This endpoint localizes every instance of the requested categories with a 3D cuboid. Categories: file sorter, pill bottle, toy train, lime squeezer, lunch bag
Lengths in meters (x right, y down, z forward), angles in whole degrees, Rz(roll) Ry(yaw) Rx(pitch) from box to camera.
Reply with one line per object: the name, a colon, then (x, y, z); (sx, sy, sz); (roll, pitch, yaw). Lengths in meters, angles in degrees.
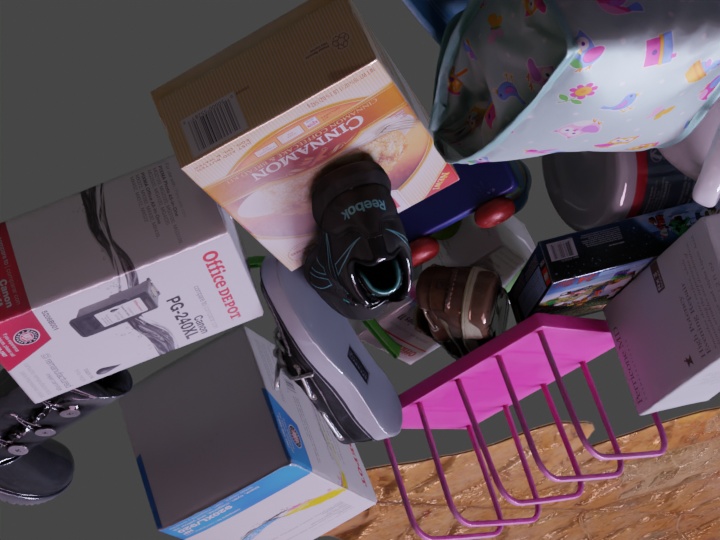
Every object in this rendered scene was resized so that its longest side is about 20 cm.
file sorter: (0.136, 0.139, 1.311); (0.200, 0.126, 0.139); (-34, 154, 34)
pill bottle: (0.263, -0.099, 1.291); (0.199, 0.120, 0.120); (-9, 150, -26)
toy train: (0.046, -0.044, 1.285); (0.199, 0.085, 0.116); (-28, 170, 19)
lime squeezer: (-0.053, 0.011, 1.310); (0.199, 0.071, 0.038); (20, 171, -13)
lunch bag: (0.150, -0.141, 1.039); (0.170, 0.122, 0.200); (-9, 157, -23)

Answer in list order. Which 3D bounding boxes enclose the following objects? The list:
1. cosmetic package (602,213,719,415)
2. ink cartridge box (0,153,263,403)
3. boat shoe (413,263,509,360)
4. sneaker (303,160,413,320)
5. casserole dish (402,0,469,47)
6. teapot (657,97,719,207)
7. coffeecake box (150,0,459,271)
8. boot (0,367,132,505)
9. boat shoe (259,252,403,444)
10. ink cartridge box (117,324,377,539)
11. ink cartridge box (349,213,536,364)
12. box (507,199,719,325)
cosmetic package: (0.269, 0.034, 1.207); (0.074, 0.102, 0.200); (-10, 160, -20)
ink cartridge box: (-0.186, 0.006, 1.173); (0.199, 0.084, 0.145); (-21, 152, -2)
boat shoe: (0.084, 0.036, 1.324); (0.074, 0.075, 0.202); (10, 161, 11)
sneaker: (0.000, 0.000, 1.153); (0.075, 0.080, 0.200); (-20, 155, -6)
casserole dish: (0.089, -0.209, 1.052); (0.121, 0.039, 0.200); (-30, 152, 13)
teapot: (0.295, -0.157, 1.133); (0.197, 0.201, 0.146); (-19, 156, -5)
coffeecake box: (-0.034, -0.096, 1.120); (0.153, 0.073, 0.200); (-29, 153, 8)
boot: (-0.266, 0.129, 1.341); (0.200, 0.066, 0.164); (-38, 148, 31)
boat shoe: (-0.039, 0.067, 1.265); (0.068, 0.074, 0.200); (-17, 129, 25)
ink cartridge box: (-0.103, 0.171, 1.458); (0.144, 0.148, 0.200); (-29, 151, 12)
ink cartridge box: (0.057, 0.019, 1.397); (0.200, 0.068, 0.117); (-33, 151, 17)
box: (0.230, -0.008, 1.271); (0.199, 0.038, 0.137); (-14, 163, -10)
